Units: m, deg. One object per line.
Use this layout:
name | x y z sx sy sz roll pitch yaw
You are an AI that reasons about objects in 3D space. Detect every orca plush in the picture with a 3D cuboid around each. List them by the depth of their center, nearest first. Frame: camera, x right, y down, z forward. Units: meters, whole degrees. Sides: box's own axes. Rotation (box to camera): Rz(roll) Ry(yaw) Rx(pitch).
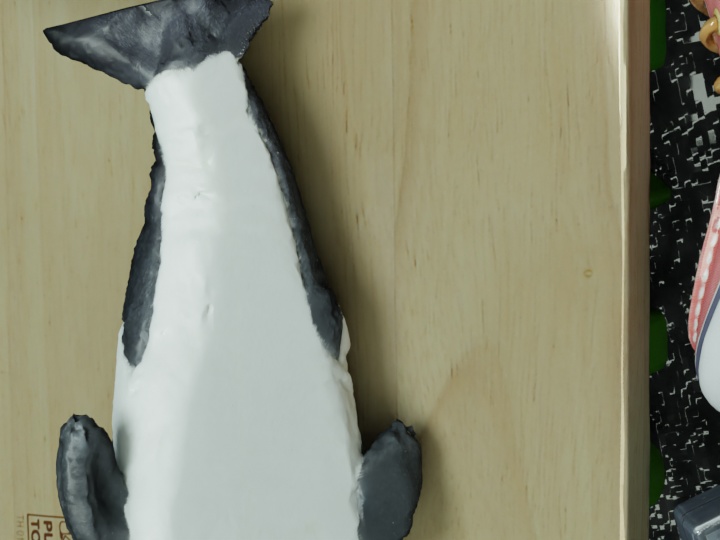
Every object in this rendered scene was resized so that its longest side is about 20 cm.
orca plush | -0.052 0.032 0.794 0.071 0.105 0.201 -14 95 58

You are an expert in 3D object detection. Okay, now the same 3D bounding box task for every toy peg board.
toy peg board | 0.000 0.000 0.864 0.198 0.098 0.201 3 99 25

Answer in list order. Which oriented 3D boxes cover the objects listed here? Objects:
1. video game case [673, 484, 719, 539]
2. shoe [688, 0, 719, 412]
video game case | 0.195 0.083 0.842 0.199 0.019 0.143 -26 119 -10
shoe | 0.118 -0.064 0.794 0.091 0.071 0.201 28 98 34
